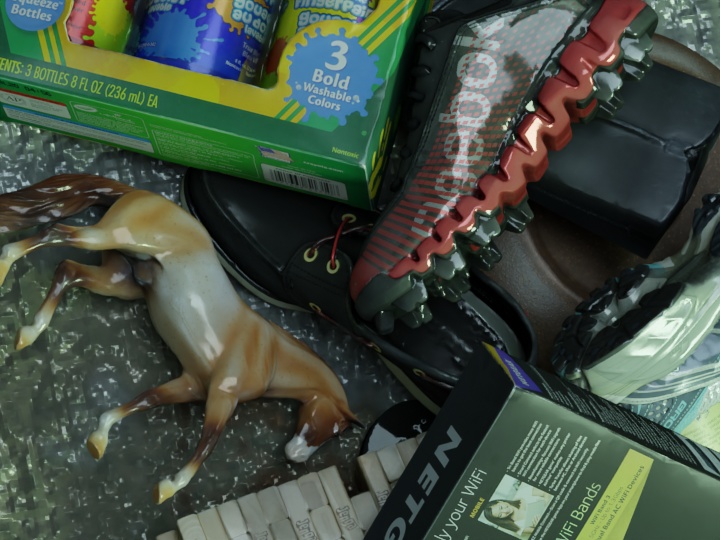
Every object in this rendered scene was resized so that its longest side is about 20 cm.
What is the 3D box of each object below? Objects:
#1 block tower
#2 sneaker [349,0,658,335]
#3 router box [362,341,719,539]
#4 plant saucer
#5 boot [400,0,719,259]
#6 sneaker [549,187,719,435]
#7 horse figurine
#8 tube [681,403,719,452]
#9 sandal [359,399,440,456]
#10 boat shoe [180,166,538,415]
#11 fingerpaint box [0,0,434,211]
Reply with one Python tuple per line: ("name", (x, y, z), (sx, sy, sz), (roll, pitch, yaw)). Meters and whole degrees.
("block tower", (0.006, 0.119, 1.367), (0.199, 0.054, 0.058), (-20, 74, -11))
("sneaker", (0.049, -0.065, 1.359), (0.098, 0.071, 0.201), (37, 84, 9))
("router box", (0.075, 0.154, 1.333), (0.157, 0.052, 0.201), (26, 102, -25))
("plant saucer", (0.138, -0.036, 1.479), (0.199, 0.037, 0.202), (4, 75, -15))
("boot", (0.095, -0.119, 1.435), (0.199, 0.066, 0.165), (25, 78, 16))
("sneaker", (0.187, 0.011, 1.372), (0.200, 0.078, 0.086), (-36, 117, 0))
("horse figurine", (-0.097, 0.022, 1.380), (0.132, 0.050, 0.200), (-34, 82, -34))
("tube", (0.176, 0.112, 1.434), (0.058, 0.052, 0.201), (-25, 100, 4))
("sandal", (0.087, 0.135, 1.414), (0.200, 0.045, 0.075), (36, 67, -6))
("boat shoe", (0.002, -0.002, 1.407), (0.201, 0.063, 0.074), (37, 66, 5))
("fingerpaint box", (-0.068, -0.138, 1.385), (0.199, 0.073, 0.168), (15, 75, 7))
